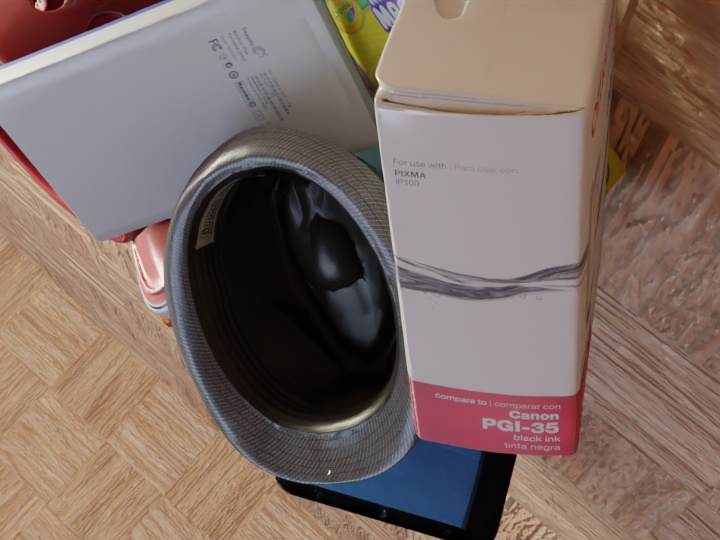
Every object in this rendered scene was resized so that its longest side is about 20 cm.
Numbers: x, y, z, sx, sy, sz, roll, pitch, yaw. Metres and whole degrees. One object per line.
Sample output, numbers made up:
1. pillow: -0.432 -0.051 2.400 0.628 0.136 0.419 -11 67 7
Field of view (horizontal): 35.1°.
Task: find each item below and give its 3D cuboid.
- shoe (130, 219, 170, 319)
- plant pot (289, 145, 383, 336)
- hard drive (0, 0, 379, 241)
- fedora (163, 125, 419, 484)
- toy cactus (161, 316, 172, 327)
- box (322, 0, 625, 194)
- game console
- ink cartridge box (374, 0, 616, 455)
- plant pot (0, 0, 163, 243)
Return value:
1. shoe: -0.178 -0.058 0.920 0.091 0.071 0.202 38 -151 -43
2. plant pot: 0.000 0.000 0.788 0.200 0.135 0.200 47 176 4
3. hard drive: -0.100 -0.094 0.663 0.133 0.197 0.026 58 -160 -44
4. fedora: -0.023 0.011 0.659 0.175 0.090 0.203 -16 100 31
5. toy cactus: -0.126 -0.030 1.052 0.102 0.162 0.204 13 -118 -84
6. box: 0.050 -0.116 0.626 0.201 0.048 0.117 53 161 -22
7. game console: 0.038 0.119 0.926 0.196 0.120 0.173 15 147 4
8. ink cartridge box: 0.067 -0.038 0.511 0.081 0.148 0.202 6 136 14
9. plant pot: -0.173 -0.153 0.807 0.200 0.183 0.201 38 163 14
